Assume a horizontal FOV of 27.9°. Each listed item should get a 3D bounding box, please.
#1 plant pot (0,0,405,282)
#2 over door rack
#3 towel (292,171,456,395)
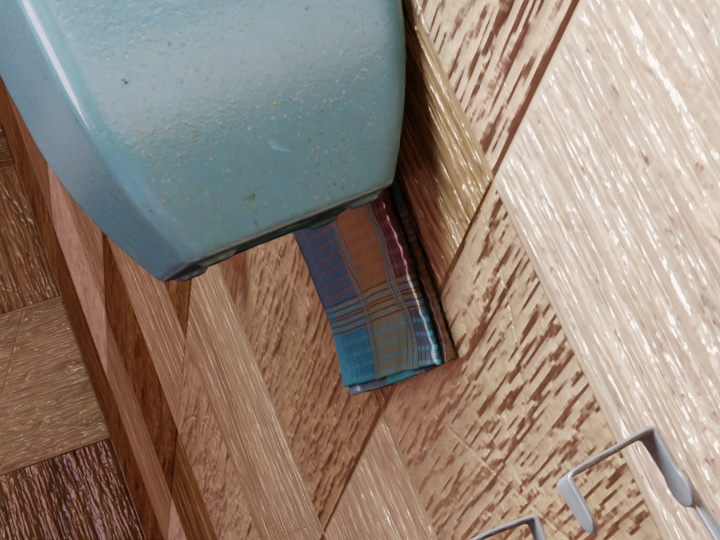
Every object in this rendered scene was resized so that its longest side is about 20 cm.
[{"bbox_3d":[-0.082,-0.107,0.763,0.202,0.195,0.196,69,163,-1],"label":"plant pot"},{"bbox_3d":[0.134,0.140,0.487,0.200,0.066,0.148,48,159,9],"label":"over door rack"},{"bbox_3d":[0.000,0.000,0.896,0.200,0.022,0.148,149,102,-73],"label":"towel"}]
